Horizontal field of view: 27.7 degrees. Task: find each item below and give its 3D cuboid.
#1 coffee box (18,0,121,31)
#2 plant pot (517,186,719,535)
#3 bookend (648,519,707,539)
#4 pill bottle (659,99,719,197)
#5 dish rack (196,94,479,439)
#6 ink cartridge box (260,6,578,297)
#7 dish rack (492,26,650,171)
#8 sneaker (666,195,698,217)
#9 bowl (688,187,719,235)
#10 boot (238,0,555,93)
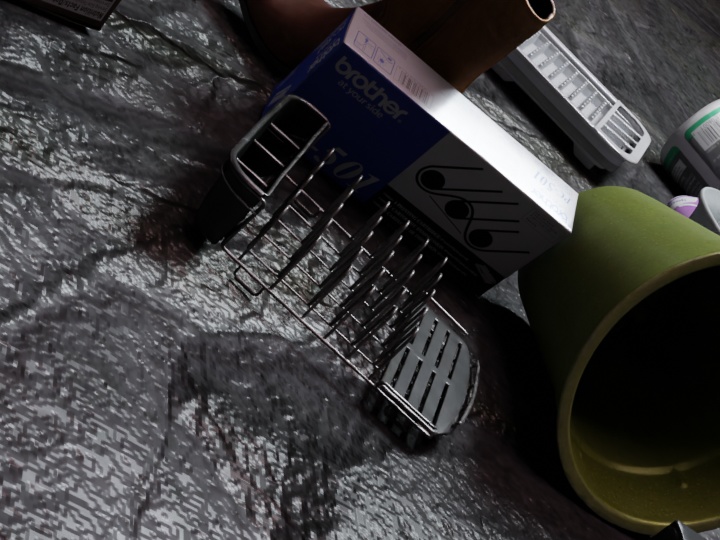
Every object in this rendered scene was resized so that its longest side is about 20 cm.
[{"bbox_3d":[-0.140,-0.253,0.822,0.079,0.200,0.114,13,40,-46],"label":"coffee box"},{"bbox_3d":[0.191,0.035,0.963,0.199,0.200,0.190,33,15,-27],"label":"plant pot"},{"bbox_3d":[0.206,0.260,0.711,0.199,0.092,0.200,35,27,-28],"label":"bookend"},{"bbox_3d":[0.435,-0.084,1.628,0.113,0.113,0.201,3,48,-57],"label":"pill bottle"},{"bbox_3d":[0.000,0.000,0.835,0.200,0.055,0.154,44,24,-6],"label":"dish rack"},{"bbox_3d":[0.040,-0.074,0.962,0.199,0.094,0.044,38,42,-18],"label":"ink cartridge box"},{"bbox_3d":[0.207,-0.180,1.488,0.200,0.044,0.172,47,24,1],"label":"dish rack"},{"bbox_3d":[0.388,-0.007,1.481,0.200,0.073,0.115,41,17,-18],"label":"sneaker"},{"bbox_3d":[0.351,0.027,1.334,0.200,0.090,0.202,36,25,-20],"label":"bowl"},{"bbox_3d":[0.015,-0.181,0.969,0.068,0.200,0.189,-26,77,-38],"label":"boot"}]
